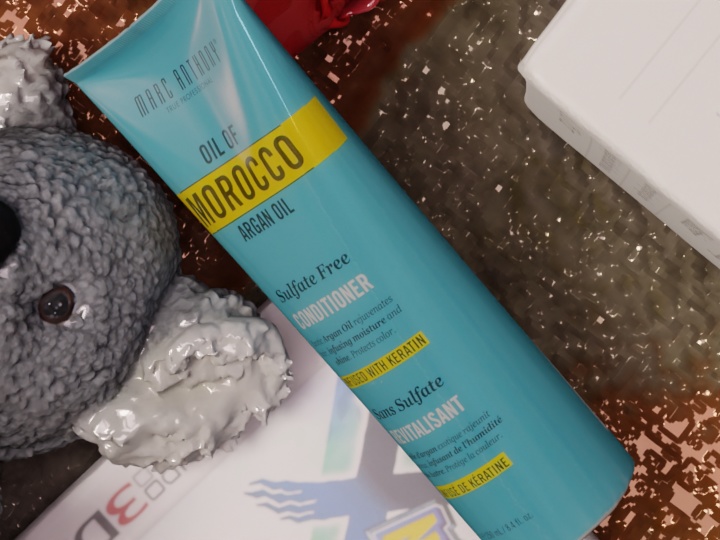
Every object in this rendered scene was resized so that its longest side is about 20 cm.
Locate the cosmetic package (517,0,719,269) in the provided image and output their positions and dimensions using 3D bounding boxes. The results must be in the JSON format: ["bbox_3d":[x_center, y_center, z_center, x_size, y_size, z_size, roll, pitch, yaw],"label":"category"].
[{"bbox_3d":[0.171,-0.052,0.825,0.200,0.165,0.165,40,93,4],"label":"cosmetic package"}]

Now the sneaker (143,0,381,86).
[{"bbox_3d":[0.020,-0.107,0.879,0.115,0.078,0.201,29,93,4],"label":"sneaker"}]

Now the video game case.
[{"bbox_3d":[-0.009,0.127,0.910,0.182,0.022,0.200,-43,88,3],"label":"video game case"}]

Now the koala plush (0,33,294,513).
[{"bbox_3d":[-0.137,0.026,0.867,0.200,0.184,0.177,-39,75,-17],"label":"koala plush"}]

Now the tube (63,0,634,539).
[{"bbox_3d":[0.000,0.000,0.852,0.200,0.050,0.077,49,131,-10],"label":"tube"}]
